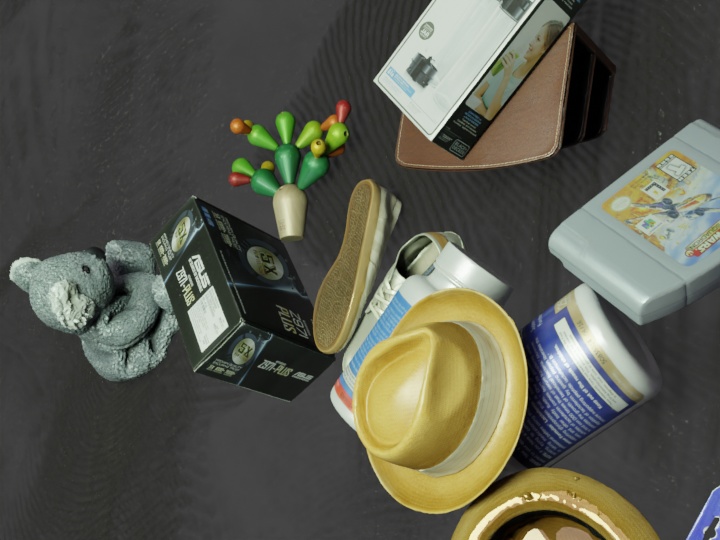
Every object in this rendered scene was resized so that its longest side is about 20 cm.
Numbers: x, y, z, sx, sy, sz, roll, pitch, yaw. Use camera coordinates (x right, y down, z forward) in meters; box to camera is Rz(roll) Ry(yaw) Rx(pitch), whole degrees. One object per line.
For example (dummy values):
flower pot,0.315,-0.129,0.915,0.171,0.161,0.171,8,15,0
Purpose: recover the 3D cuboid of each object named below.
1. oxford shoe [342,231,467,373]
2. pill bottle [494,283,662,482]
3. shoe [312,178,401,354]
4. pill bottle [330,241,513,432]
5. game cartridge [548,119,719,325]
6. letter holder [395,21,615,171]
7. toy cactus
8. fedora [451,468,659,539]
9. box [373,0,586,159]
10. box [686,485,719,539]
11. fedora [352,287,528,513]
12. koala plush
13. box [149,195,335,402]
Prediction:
oxford shoe,0.038,0.036,1.050,0.201,0.057,0.075,-53,51,13
pill bottle,0.162,0.114,0.876,0.199,0.115,0.117,-39,52,20
shoe,0.000,0.000,1.098,0.069,0.053,0.204,8,79,52
pill bottle,0.065,0.077,0.973,0.112,0.111,0.202,41,101,41
game cartridge,0.279,-0.045,0.838,0.199,0.042,0.133,-36,44,-13
letter holder,0.148,-0.158,1.008,0.197,0.100,0.145,1,76,40
toy cactus,-0.091,-0.124,1.207,0.196,0.102,0.169,-11,76,27
fedora,0.170,0.270,0.810,0.196,0.082,0.205,-8,70,21
box,0.115,-0.228,0.951,0.201,0.060,0.117,-50,52,16
box,0.332,0.240,0.694,0.198,0.041,0.121,29,92,20
fedora,0.053,0.108,0.840,0.198,0.081,0.205,-15,68,42
koala plush,-0.354,0.044,1.275,0.176,0.199,0.187,28,91,42
box,-0.138,0.034,1.125,0.086,0.163,0.202,-42,51,18
